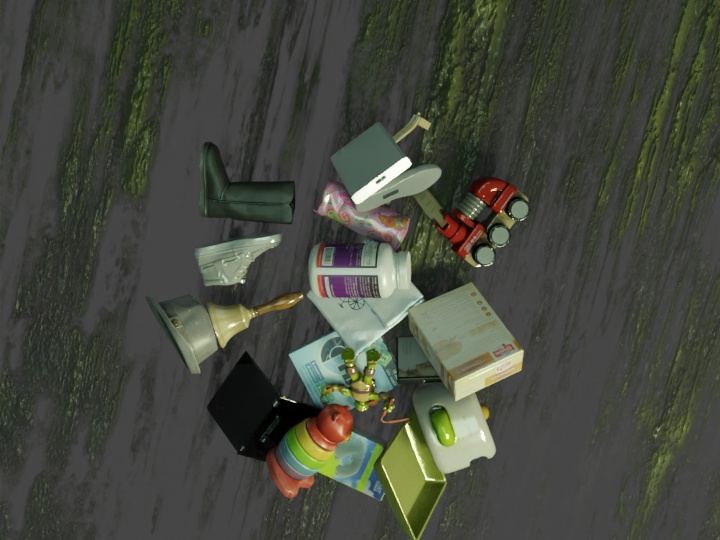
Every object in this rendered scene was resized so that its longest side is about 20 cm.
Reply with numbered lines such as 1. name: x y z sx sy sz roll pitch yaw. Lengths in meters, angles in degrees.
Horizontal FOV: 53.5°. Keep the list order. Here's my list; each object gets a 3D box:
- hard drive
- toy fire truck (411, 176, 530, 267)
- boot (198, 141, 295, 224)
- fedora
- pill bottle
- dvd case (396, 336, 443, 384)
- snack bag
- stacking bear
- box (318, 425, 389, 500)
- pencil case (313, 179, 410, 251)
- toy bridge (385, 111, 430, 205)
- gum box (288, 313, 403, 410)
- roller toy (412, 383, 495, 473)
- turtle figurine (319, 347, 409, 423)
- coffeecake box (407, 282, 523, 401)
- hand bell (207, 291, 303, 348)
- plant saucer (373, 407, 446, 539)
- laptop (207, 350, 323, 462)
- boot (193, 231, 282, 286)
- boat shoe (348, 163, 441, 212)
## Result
1. hard drive: 0.016 -0.219 1.431 0.132 0.200 0.026 -36 123 7
2. toy fire truck: 0.217 -0.131 1.475 0.200 0.129 0.176 35 97 -11
3. boot: -0.235 -0.183 1.511 0.199 0.066 0.166 5 105 6
4. fedora: -0.366 0.119 1.517 0.090 0.177 0.200 -30 58 -19
5. pill bottle: 0.000 0.000 1.456 0.199 0.112 0.113 0 96 11
6. dvd case: 0.174 0.183 1.493 0.199 0.143 0.018 -2 121 4
7. snack bag: 0.004 0.053 1.515 0.200 0.021 0.189 -39 75 3
8. stacking bear: -0.094 0.358 1.490 0.200 0.121 0.114 -46 74 17
9. box: 0.001 0.418 1.575 0.199 0.048 0.122 24 98 1
10. pencil case: 0.003 -0.115 1.498 0.199 0.087 0.088 26 97 0
11. toy bridge: 0.075 -0.238 1.488 0.067 0.027 0.201 20 101 -40
12. gum box: -0.028 0.209 1.554 0.199 0.045 0.170 -27 94 7
13. roller toy: 0.199 0.312 1.484 0.139 0.200 0.183 -21 120 4
14. turtle figurine: 0.011 0.240 1.495 0.199 0.064 0.162 11 122 18
15. coffeecake box: 0.208 0.139 1.440 0.153 0.200 0.073 -22 139 -11
16. hand bell: -0.220 0.085 1.545 0.199 0.104 0.105 -19 95 -8
17. plant saucer: 0.098 0.425 1.499 0.048 0.200 0.201 -14 106 31
18. laptop: -0.205 0.308 1.569 0.199 0.116 0.187 24 117 -27
19. boot: -0.254 -0.023 1.536 0.199 0.074 0.096 -10 102 13
20. boat shoe: 0.068 -0.182 1.452 0.199 0.069 0.057 -22 61 -13
